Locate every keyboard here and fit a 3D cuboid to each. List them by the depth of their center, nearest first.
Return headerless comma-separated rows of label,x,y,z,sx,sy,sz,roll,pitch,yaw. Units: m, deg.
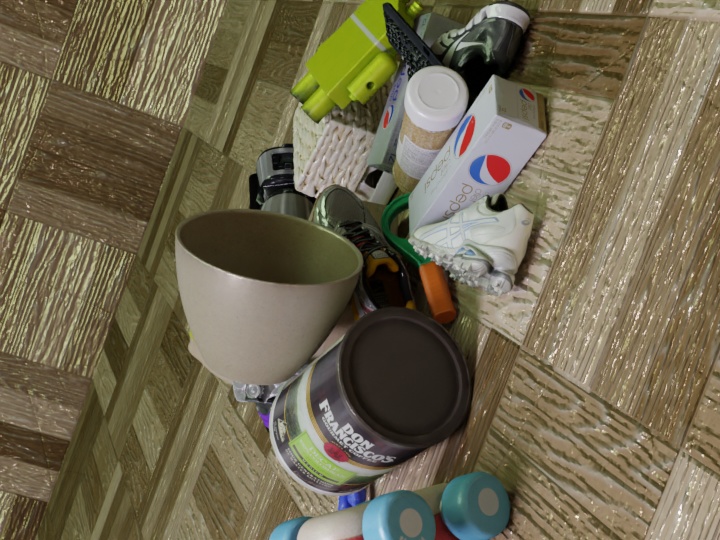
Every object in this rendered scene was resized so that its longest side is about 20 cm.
keyboard,0.075,-0.217,1.715,0.200,0.040,0.104,55,172,35

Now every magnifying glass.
magnifying glass,0.073,-0.017,1.656,0.200,0.079,0.022,-104,-3,-47

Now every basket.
basket,-0.013,-0.183,1.971,0.200,0.123,0.136,-96,29,-52

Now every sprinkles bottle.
sprinkles bottle,0.076,-0.152,1.663,0.200,0.068,0.068,99,-178,-67

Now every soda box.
soda box,0.123,-0.111,1.587,0.068,0.064,0.200,-88,24,-44
soda box,0.074,-0.215,1.840,0.068,0.063,0.200,-170,98,-73

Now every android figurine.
android figurine,-0.002,-0.276,1.873,0.200,0.041,0.182,-45,29,6

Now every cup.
cup,-0.108,0.037,1.584,0.200,0.200,0.144,-112,31,-64

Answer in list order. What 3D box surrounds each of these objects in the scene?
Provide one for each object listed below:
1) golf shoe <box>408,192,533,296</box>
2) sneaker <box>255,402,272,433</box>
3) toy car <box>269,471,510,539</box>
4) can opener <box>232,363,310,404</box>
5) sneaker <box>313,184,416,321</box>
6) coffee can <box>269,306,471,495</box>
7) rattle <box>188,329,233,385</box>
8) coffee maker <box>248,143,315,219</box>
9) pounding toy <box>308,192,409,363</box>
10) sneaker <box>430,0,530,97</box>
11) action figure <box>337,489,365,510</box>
golf shoe,0.121,-0.035,1.529,0.097,0.078,0.200,-59,24,-5
sneaker,-0.058,0.194,1.826,0.200,0.069,0.100,16,125,54
toy car,0.040,0.302,1.334,0.184,0.177,0.200,-24,76,49
can opener,-0.058,0.135,1.750,0.067,0.200,0.053,21,-108,-67
sneaker,0.012,-0.013,1.646,0.200,0.078,0.082,62,155,19
coffee can,0.006,0.140,1.544,0.200,0.146,0.147,137,148,-57
rattle,-0.121,0.101,1.988,0.143,0.200,0.130,-55,-12,-54
coffee maker,-0.112,-0.049,2.116,0.200,0.134,0.192,-91,25,-48
pounding toy,0.000,0.000,1.773,0.184,0.142,0.200,114,164,-52
sneaker,0.123,-0.235,1.709,0.200,0.066,0.091,-29,43,62
action figure,-0.032,0.236,1.652,0.065,0.099,0.200,-55,21,39
